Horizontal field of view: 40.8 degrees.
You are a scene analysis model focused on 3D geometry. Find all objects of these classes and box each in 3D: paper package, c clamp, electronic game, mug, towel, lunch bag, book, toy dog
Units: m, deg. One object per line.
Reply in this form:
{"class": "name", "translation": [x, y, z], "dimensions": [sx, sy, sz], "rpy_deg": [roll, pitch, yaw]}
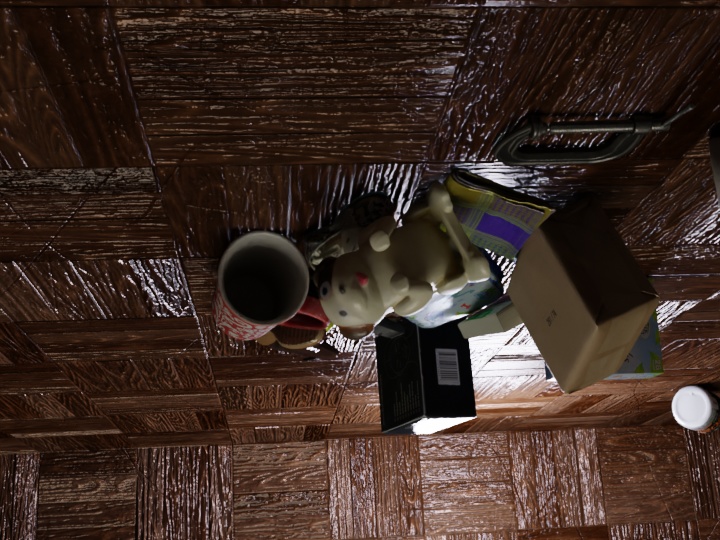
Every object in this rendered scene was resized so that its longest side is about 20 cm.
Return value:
{"class": "paper package", "translation": [0.298, 0.034, 1.336], "dimensions": [0.102, 0.193, 0.201], "rpy_deg": [-19, 151, -15]}
{"class": "c clamp", "translation": [0.253, -0.156, 1.102], "dimensions": [0.195, 0.028, 0.171], "rpy_deg": [-4, 167, -3]}
{"class": "electronic game", "translation": [-0.018, 0.066, 1.601], "dimensions": [0.196, 0.042, 0.200], "rpy_deg": [21, 178, 1]}
{"class": "mug", "translation": [-0.146, 0.051, 1.442], "dimensions": [0.133, 0.178, 0.200], "rpy_deg": [-39, 179, -21]}
{"class": "towel", "translation": [0.164, -0.070, 1.276], "dimensions": [0.141, 0.023, 0.200], "rpy_deg": [19, 161, -2]}
{"class": "lunch bag", "translation": [0.130, 0.015, 1.474], "dimensions": [0.158, 0.084, 0.200], "rpy_deg": [-24, 158, 16]}
{"class": "book", "translation": [0.263, 0.045, 1.525], "dimensions": [0.198, 0.049, 0.133], "rpy_deg": [-29, -177, -23]}
{"class": "toy dog", "translation": [0.034, -0.002, 1.251], "dimensions": [0.197, 0.142, 0.194], "rpy_deg": [-27, -179, -17]}

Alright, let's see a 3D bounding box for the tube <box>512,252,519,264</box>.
{"class": "tube", "translation": [0.224, -0.055, 1.379], "dimensions": [0.076, 0.051, 0.200], "rpy_deg": [-20, 154, 13]}

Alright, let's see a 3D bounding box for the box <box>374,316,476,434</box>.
{"class": "box", "translation": [0.123, 0.206, 1.900], "dimensions": [0.121, 0.205, 0.196], "rpy_deg": [4, 161, -25]}

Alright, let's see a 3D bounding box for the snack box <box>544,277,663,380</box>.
{"class": "snack box", "translation": [0.417, 0.102, 1.685], "dimensions": [0.195, 0.173, 0.068], "rpy_deg": [-1, 166, -11]}

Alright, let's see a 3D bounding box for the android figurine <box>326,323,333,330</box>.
{"class": "android figurine", "translation": [-0.134, 0.086, 1.751], "dimensions": [0.179, 0.042, 0.199], "rpy_deg": [7, 161, -29]}

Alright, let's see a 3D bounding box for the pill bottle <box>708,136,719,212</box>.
{"class": "pill bottle", "translation": [0.511, -0.117, 1.114], "dimensions": [0.196, 0.117, 0.114], "rpy_deg": [-11, 161, 22]}

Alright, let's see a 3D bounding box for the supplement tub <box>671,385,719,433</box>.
{"class": "supplement tub", "translation": [0.992, 0.408, 2.823], "dimensions": [0.121, 0.125, 0.199], "rpy_deg": [-14, 160, 32]}

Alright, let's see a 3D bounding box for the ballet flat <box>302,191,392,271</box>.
{"class": "ballet flat", "translation": [-0.015, -0.042, 1.325], "dimensions": [0.071, 0.074, 0.199], "rpy_deg": [7, 159, -31]}

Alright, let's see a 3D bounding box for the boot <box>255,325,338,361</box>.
{"class": "boot", "translation": [-0.088, 0.111, 1.630], "dimensions": [0.197, 0.074, 0.165], "rpy_deg": [3, 164, 44]}
